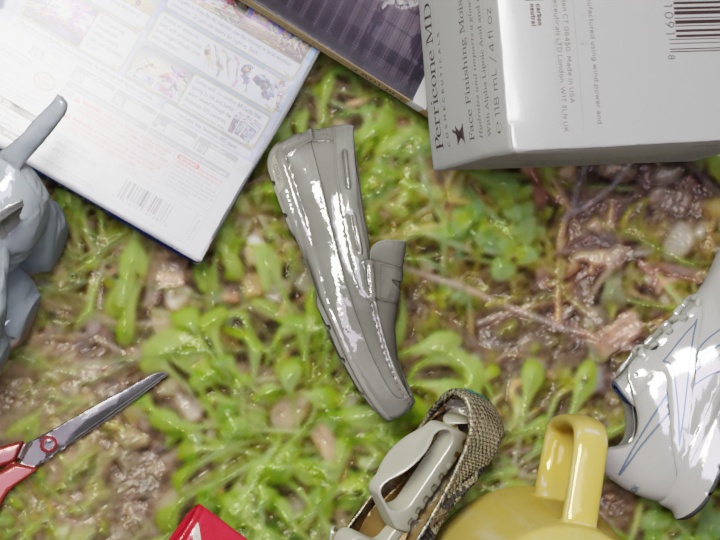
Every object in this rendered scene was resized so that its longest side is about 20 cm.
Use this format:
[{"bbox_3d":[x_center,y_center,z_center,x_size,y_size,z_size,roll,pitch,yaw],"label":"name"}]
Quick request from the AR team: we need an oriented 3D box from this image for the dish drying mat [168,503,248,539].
[{"bbox_3d":[-0.049,0.236,1.422,0.200,0.018,0.077,40,71,-17],"label":"dish drying mat"}]

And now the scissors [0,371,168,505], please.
[{"bbox_3d":[-0.214,0.127,1.474,0.200,0.014,0.073,-17,87,-8],"label":"scissors"}]

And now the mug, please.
[{"bbox_3d":[0.114,0.201,1.439,0.149,0.153,0.187,-21,90,-7],"label":"mug"}]

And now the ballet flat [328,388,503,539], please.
[{"bbox_3d":[0.021,0.161,1.467,0.068,0.075,0.200,29,82,34],"label":"ballet flat"}]

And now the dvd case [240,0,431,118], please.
[{"bbox_3d":[-0.004,-0.213,1.478,0.200,0.016,0.149,30,72,-16],"label":"dvd case"}]

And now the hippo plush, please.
[{"bbox_3d":[-0.282,-0.024,1.392,0.161,0.200,0.159,20,66,3],"label":"hippo plush"}]

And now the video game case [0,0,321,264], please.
[{"bbox_3d":[-0.148,-0.131,1.475,0.200,0.045,0.181,30,85,-5],"label":"video game case"}]

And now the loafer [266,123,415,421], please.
[{"bbox_3d":[0.000,0.000,1.475,0.070,0.070,0.200,-21,90,1],"label":"loafer"}]

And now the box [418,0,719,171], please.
[{"bbox_3d":[0.152,-0.170,1.451,0.200,0.131,0.199,-4,87,-20],"label":"box"}]

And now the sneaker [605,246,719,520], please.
[{"bbox_3d":[0.220,0.063,1.500,0.087,0.075,0.200,20,85,-1],"label":"sneaker"}]
